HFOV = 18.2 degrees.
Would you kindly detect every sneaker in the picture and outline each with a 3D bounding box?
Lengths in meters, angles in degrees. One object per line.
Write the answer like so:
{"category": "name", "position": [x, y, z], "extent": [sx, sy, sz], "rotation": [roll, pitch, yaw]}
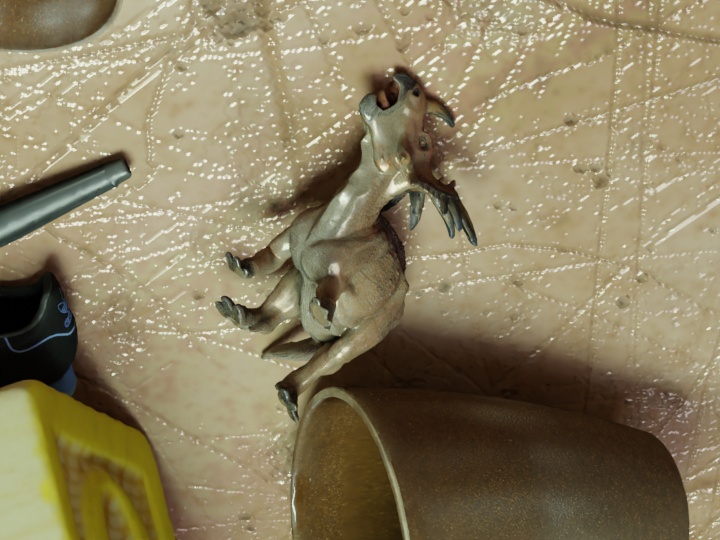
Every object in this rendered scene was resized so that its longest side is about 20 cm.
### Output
{"category": "sneaker", "position": [-0.258, 0.041, 1.252], "extent": [0.198, 0.070, 0.078], "rotation": [-6, 126, -10]}

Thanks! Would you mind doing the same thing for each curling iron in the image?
{"category": "curling iron", "position": [-0.215, -0.012, 1.219], "extent": [0.199, 0.050, 0.026], "rotation": [-24, 106, -3]}

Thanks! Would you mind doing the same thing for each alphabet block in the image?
{"category": "alphabet block", "position": [-0.216, 0.195, 1.260], "extent": [0.199, 0.197, 0.196], "rotation": [-21, 164, 10]}

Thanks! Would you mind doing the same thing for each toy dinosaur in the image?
{"category": "toy dinosaur", "position": [0.000, 0.000, 1.245], "extent": [0.135, 0.086, 0.201], "rotation": [-31, 155, -27]}

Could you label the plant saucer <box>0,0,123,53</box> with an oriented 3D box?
{"category": "plant saucer", "position": [-0.201, -0.172, 1.053], "extent": [0.199, 0.035, 0.201], "rotation": [14, 154, 7]}

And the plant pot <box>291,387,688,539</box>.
{"category": "plant pot", "position": [0.084, 0.152, 1.317], "extent": [0.199, 0.187, 0.188], "rotation": [-6, 131, -21]}
